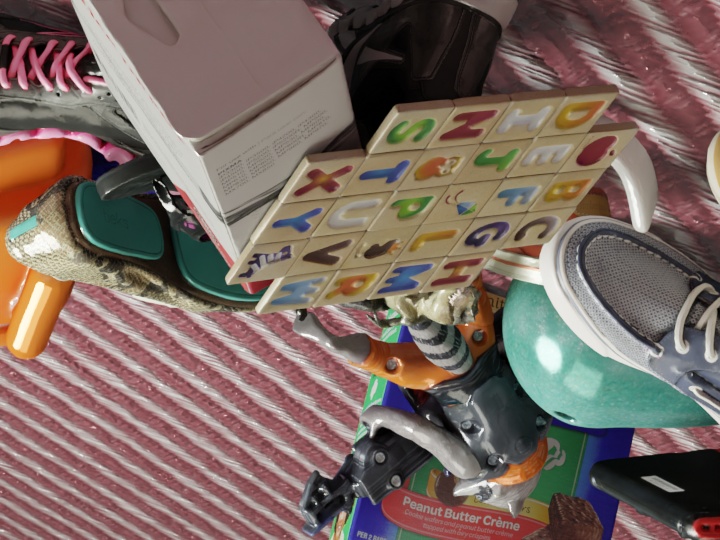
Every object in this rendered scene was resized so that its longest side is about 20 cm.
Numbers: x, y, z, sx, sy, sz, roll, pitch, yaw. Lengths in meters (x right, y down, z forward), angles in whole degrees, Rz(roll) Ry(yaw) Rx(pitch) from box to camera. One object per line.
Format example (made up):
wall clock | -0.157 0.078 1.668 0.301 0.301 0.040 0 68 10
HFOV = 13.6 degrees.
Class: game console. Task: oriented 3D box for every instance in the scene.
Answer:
game console | 0.233 0.122 1.643 0.176 0.031 0.200 -5 -175 -12

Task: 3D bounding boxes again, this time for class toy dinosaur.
toy dinosaur | 0.000 0.000 1.688 0.088 0.048 0.200 5 -166 -21

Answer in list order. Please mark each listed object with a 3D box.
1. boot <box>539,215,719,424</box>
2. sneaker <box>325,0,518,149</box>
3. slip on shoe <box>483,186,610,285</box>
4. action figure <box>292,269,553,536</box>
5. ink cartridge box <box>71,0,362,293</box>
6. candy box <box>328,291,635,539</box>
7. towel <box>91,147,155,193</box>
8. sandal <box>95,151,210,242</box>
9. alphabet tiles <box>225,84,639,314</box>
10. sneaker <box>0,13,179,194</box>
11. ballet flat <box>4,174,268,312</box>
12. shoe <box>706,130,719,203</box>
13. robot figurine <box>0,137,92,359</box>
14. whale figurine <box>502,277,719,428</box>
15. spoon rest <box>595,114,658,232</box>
boot | 0.191 0.032 1.572 0.200 0.073 0.090 34 158 -15
sneaker | 0.015 -0.086 1.491 0.066 0.091 0.200 20 163 -14
slip on shoe | 0.066 -0.035 1.675 0.074 0.062 0.199 5 -172 -41
action figure | 0.042 0.083 1.798 0.194 0.200 0.104 52 168 -34
ink cartridge box | -0.069 -0.095 1.431 0.147 0.083 0.200 56 174 18
candy box | 0.081 0.122 1.909 0.168 0.201 0.077 18 162 -11
towel | -0.086 -0.029 1.837 0.199 0.050 0.148 4 161 33
sandal | -0.059 -0.045 1.629 0.075 0.048 0.200 -25 168 37
alphabet tiles | 0.036 -0.033 1.466 0.199 0.006 0.167 -8 149 -35
sneaker | -0.155 -0.105 1.634 0.199 0.080 0.095 12 159 -16
ballet flat | -0.125 -0.011 1.717 0.075 0.068 0.199 -22 158 33
shoe | 0.226 -0.021 1.545 0.053 0.070 0.200 -9 154 37
robot figurine | -0.218 -0.031 1.778 0.143 0.117 0.200 28 144 10
whale figurine | 0.173 0.056 1.737 0.199 0.104 0.159 26 166 14
spoon rest | 0.055 -0.059 1.578 0.199 0.100 0.061 4 122 11
